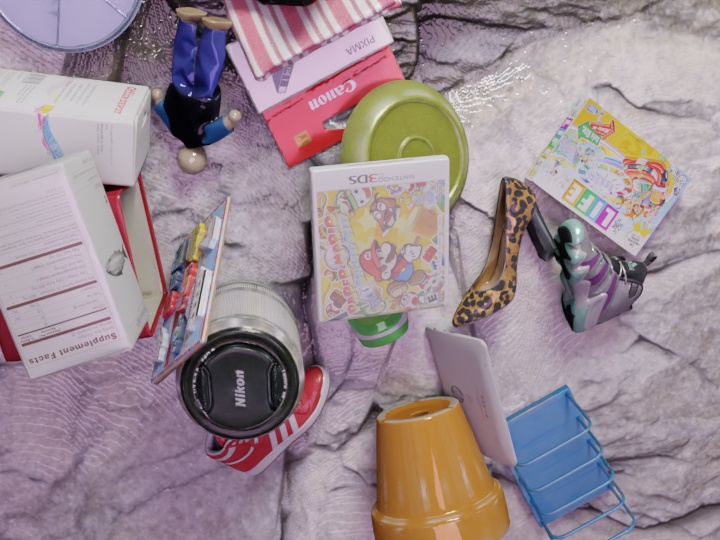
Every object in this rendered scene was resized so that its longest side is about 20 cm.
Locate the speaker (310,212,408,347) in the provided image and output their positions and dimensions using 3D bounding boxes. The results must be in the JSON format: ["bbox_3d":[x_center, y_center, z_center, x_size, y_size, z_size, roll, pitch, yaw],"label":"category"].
[{"bbox_3d":[0.000,0.000,1.087,0.087,0.089,0.203,-22,108,0],"label":"speaker"}]

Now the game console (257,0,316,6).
[{"bbox_3d":[-0.088,-0.423,0.911,0.118,0.171,0.203,32,85,-41],"label":"game console"}]

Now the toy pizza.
[{"bbox_3d":[-0.356,-0.368,0.956,0.196,0.032,0.204,-3,108,-8],"label":"toy pizza"}]

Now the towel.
[{"bbox_3d":[-0.062,-0.322,0.961,0.197,0.148,0.030,-27,150,5],"label":"towel"}]

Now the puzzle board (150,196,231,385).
[{"bbox_3d":[-0.212,0.023,0.982,0.017,0.203,0.150,21,144,-27],"label":"puzzle board"}]

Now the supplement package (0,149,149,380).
[{"bbox_3d":[-0.318,-0.009,0.846,0.115,0.117,0.204,-17,106,-2],"label":"supplement package"}]

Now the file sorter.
[{"bbox_3d":[0.309,0.311,1.202,0.137,0.123,0.202,-28,109,2],"label":"file sorter"}]

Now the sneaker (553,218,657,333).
[{"bbox_3d":[0.349,-0.008,1.114,0.137,0.079,0.202,-17,135,2],"label":"sneaker"}]

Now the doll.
[{"bbox_3d":[-0.204,-0.215,0.997,0.134,0.048,0.203,22,117,18],"label":"doll"}]

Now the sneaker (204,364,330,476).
[{"bbox_3d":[-0.136,0.202,1.119,0.201,0.071,0.112,-50,134,10],"label":"sneaker"}]

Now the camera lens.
[{"bbox_3d":[-0.155,0.111,1.038,0.156,0.200,0.163,-2,108,-7],"label":"camera lens"}]

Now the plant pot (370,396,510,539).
[{"bbox_3d":[0.100,0.289,1.142,0.196,0.200,0.187,-13,93,-3],"label":"plant pot"}]

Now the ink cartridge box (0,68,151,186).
[{"bbox_3d":[-0.357,-0.173,0.951,0.196,0.146,0.089,3,117,-9],"label":"ink cartridge box"}]

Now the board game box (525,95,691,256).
[{"bbox_3d":[0.349,-0.131,1.120,0.198,0.034,0.136,31,101,-15],"label":"board game box"}]

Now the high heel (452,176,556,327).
[{"bbox_3d":[0.176,-0.027,1.104,0.199,0.071,0.144,-40,115,-12],"label":"high heel"}]

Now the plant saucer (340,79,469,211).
[{"bbox_3d":[0.068,-0.147,1.042,0.196,0.031,0.205,-3,96,-27],"label":"plant saucer"}]

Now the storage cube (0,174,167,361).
[{"bbox_3d":[-0.353,-0.009,0.991,0.176,0.171,0.204,-9,108,-4],"label":"storage cube"}]

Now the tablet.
[{"bbox_3d":[0.157,0.180,1.144,0.014,0.129,0.204,-27,110,-28],"label":"tablet"}]

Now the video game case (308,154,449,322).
[{"bbox_3d":[0.027,-0.039,1.017,0.178,0.023,0.204,-7,112,-12],"label":"video game case"}]

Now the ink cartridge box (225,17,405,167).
[{"bbox_3d":[-0.047,-0.253,1.026,0.197,0.045,0.178,-27,107,2],"label":"ink cartridge box"}]
